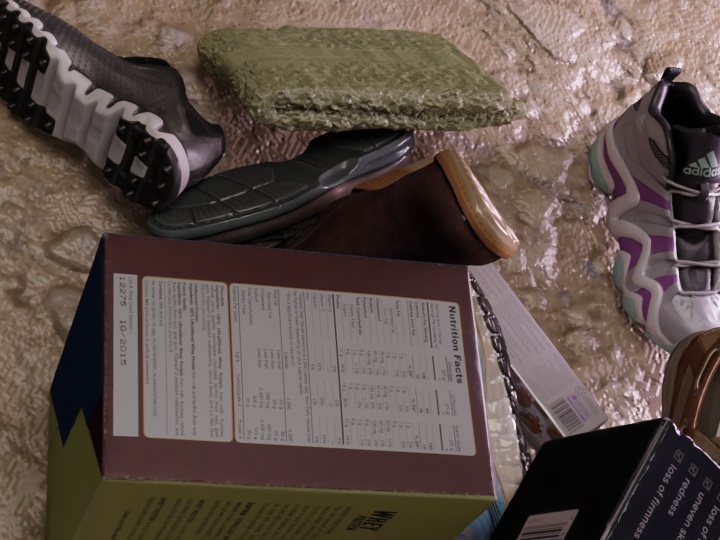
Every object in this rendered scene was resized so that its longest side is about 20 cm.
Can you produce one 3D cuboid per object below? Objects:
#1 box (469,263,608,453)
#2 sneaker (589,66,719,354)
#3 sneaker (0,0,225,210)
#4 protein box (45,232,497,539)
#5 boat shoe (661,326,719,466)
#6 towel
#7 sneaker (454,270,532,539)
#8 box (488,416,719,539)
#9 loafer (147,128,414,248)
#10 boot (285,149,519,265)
[{"bbox_3d":[0.085,0.036,1.034,0.041,0.039,0.200,-28,74,-32],"label":"box"},{"bbox_3d":[0.227,-0.048,1.073,0.078,0.140,0.200,-6,63,-23],"label":"sneaker"},{"bbox_3d":[-0.167,-0.117,1.019,0.200,0.067,0.090,39,36,18],"label":"sneaker"},{"bbox_3d":[-0.059,0.091,0.851,0.200,0.199,0.135,5,61,-18],"label":"protein box"},{"bbox_3d":[0.227,0.128,0.999,0.076,0.072,0.200,10,72,-14],"label":"boat shoe"},{"bbox_3d":[0.000,-0.130,1.064,0.200,0.037,0.148,-2,26,-23],"label":"towel"},{"bbox_3d":[0.050,0.079,0.963,0.090,0.078,0.200,-13,73,9],"label":"sneaker"},{"bbox_3d":[0.158,0.223,0.857,0.197,0.124,0.200,42,62,-14],"label":"box"},{"bbox_3d":[-0.044,-0.040,1.018,0.200,0.063,0.072,-25,33,-28],"label":"loafer"},{"bbox_3d":[0.000,0.000,0.911,0.166,0.200,0.072,-36,102,-2],"label":"boot"}]
